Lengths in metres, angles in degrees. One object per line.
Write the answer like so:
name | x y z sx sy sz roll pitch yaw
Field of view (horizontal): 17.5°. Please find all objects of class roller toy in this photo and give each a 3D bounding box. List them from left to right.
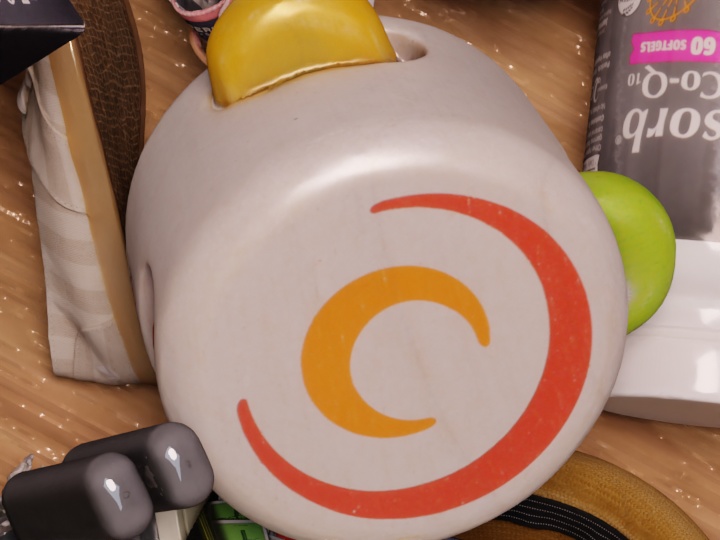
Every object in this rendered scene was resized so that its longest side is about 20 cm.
roller toy | 0.000 0.000 0.909 0.199 0.140 0.183 28 108 -26

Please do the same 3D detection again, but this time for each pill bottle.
pill bottle | 0.152 -0.039 0.991 0.116 0.116 0.201 7 81 -6

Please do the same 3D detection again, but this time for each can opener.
can opener | -0.107 0.097 0.910 0.052 0.200 0.067 -27 89 -27

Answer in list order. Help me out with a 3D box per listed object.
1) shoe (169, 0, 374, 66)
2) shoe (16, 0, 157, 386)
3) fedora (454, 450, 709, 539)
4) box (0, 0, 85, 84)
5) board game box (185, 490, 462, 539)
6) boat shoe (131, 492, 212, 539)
shoe | -0.041 -0.092 0.969 0.091 0.071 0.202 -8 107 -44
shoe | -0.118 -0.042 0.964 0.053 0.070 0.201 -3 112 16
fedora | 0.056 0.159 0.958 0.199 0.082 0.201 -1 47 1
box | -0.235 -0.113 0.822 0.199 0.104 0.183 -31 86 17
board game box | 0.018 0.146 0.899 0.199 0.024 0.105 16 51 15
boat shoe | -0.084 0.173 0.967 0.066 0.074 0.201 -9 86 27
